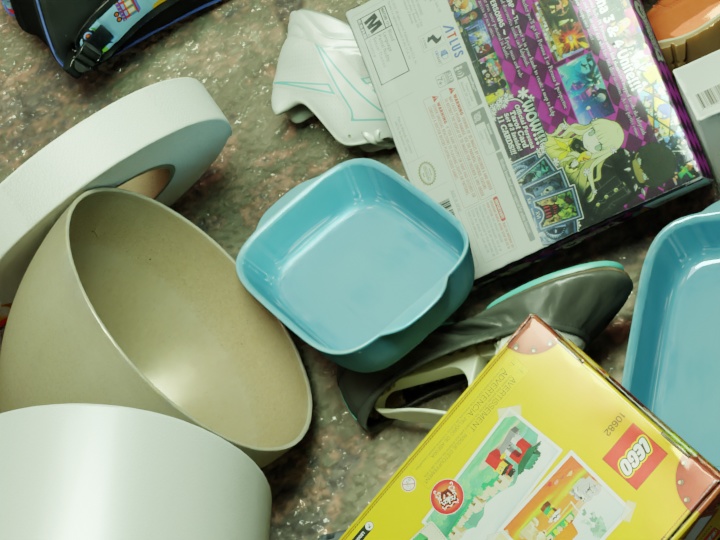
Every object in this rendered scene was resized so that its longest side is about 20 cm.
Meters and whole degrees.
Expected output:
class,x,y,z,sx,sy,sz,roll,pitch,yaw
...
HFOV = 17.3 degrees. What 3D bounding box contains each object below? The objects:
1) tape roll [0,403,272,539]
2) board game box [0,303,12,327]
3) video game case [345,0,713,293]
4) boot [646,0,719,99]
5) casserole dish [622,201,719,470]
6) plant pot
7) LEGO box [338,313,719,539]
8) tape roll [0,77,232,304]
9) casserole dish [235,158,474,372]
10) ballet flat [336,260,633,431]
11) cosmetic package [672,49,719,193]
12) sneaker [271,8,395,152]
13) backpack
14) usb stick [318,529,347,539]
class,x,y,z,sx,sy,sz,roll,pitch,yaw
tape roll,-0.154,0.185,1.364,0.201,0.203,0.140,-7,55,17
board game box,-0.347,0.014,1.651,0.199,0.046,0.152,-29,52,0
video game case,0.104,-0.111,1.495,0.180,0.036,0.201,-26,78,20
boot,0.211,-0.150,1.542,0.199,0.075,0.107,-28,35,7
casserole dish,0.222,0.049,1.404,0.120,0.039,0.201,-2,56,24
plant pot,-0.147,0.068,1.465,0.134,0.200,0.201,-41,49,22
LEGO box,0.094,0.150,1.324,0.149,0.077,0.200,42,93,24
tape roll,-0.173,-0.050,1.538,0.202,0.203,0.037,-35,81,-4
casserole dish,0.000,0.000,1.480,0.121,0.039,0.200,-40,35,-8
ballet flat,0.079,0.055,1.451,0.199,0.068,0.069,-19,62,24
cosmetic package,0.300,-0.127,1.476,0.199,0.083,0.051,-24,50,4
sneaker,0.027,-0.112,1.588,0.199,0.070,0.081,20,86,30
backpack,-0.166,-0.263,1.692,0.199,0.184,0.134,-27,34,-16
usb stick,0.065,0.162,1.401,0.199,0.033,0.056,-14,54,12
